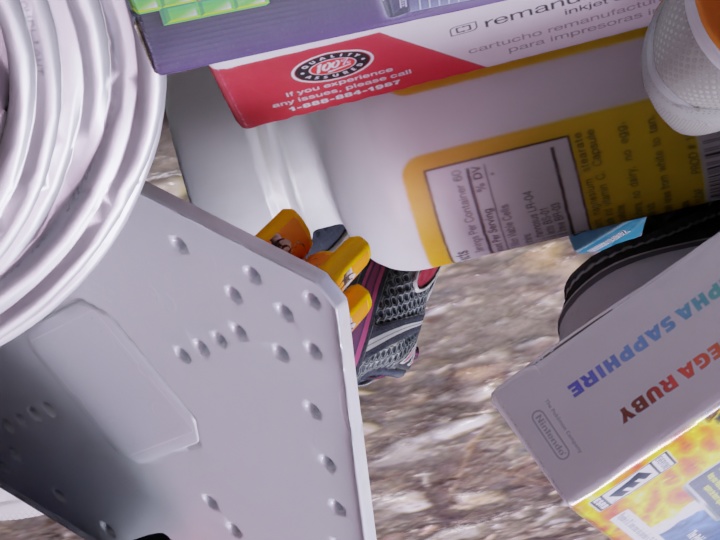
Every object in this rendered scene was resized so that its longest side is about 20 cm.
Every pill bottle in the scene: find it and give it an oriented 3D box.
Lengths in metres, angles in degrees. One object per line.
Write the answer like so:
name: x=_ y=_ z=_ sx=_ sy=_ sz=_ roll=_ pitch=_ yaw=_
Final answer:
pill bottle: x=0.044 y=-0.063 z=0.829 sx=0.199 sy=0.113 sz=0.113 roll=-14 pitch=160 yaw=5

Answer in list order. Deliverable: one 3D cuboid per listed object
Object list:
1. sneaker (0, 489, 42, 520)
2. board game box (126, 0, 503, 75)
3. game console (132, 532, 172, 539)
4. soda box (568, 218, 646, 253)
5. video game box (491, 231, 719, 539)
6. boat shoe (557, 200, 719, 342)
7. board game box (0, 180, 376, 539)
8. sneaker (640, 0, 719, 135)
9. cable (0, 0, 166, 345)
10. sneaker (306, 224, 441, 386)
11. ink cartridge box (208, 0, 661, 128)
sneaker: x=-0.103 y=0.031 z=1.085 sx=0.200 sy=0.075 sz=0.088 roll=-28 pitch=146 yaw=19
board game box: x=0.038 y=-0.141 z=0.537 sx=0.199 sy=0.166 sz=0.057 roll=-12 pitch=160 yaw=0
game console: x=-0.160 y=0.136 z=0.906 sx=0.176 sy=0.031 sz=0.200 roll=-14 pitch=170 yaw=-25
soda box: x=0.147 y=-0.075 z=0.917 sx=0.063 sy=0.069 sz=0.200 roll=-5 pitch=161 yaw=-43
video game box: x=0.143 y=0.019 z=0.816 sx=0.182 sy=0.047 sz=0.200 roll=-38 pitch=160 yaw=5
boat shoe: x=0.120 y=-0.001 z=0.884 sx=0.200 sy=0.057 sz=0.069 roll=-5 pitch=146 yaw=-52
board game box: x=-0.070 y=0.028 z=0.857 sx=0.026 sy=0.200 sz=0.200 roll=-45 pitch=147 yaw=-30
sneaker: x=0.155 y=-0.096 z=0.728 sx=0.200 sy=0.076 sz=0.092 roll=-24 pitch=175 yaw=-20
cable: x=-0.148 y=-0.056 z=0.673 sx=0.199 sy=0.069 sz=0.200 roll=13 pitch=121 yaw=-12
sneaker: x=0.000 y=0.000 z=0.950 sx=0.081 sy=0.075 sz=0.200 roll=-22 pitch=-169 yaw=42
ink cartridge box: x=0.011 y=-0.124 z=0.688 sx=0.144 sy=0.084 sz=0.200 roll=-14 pitch=159 yaw=4
